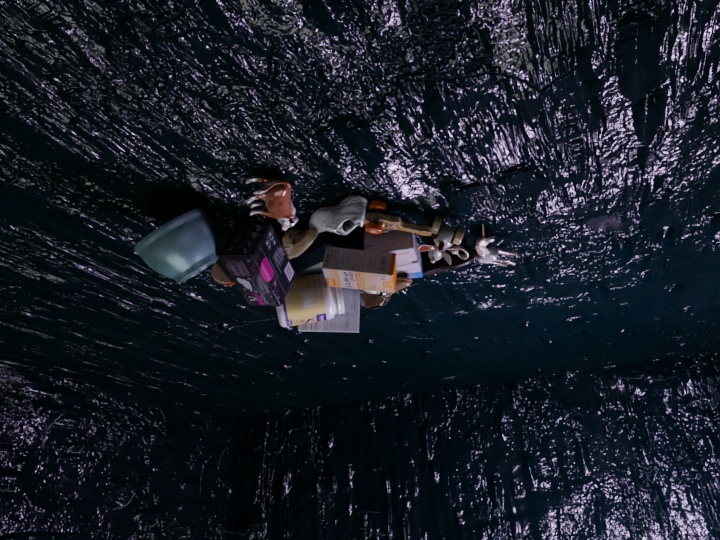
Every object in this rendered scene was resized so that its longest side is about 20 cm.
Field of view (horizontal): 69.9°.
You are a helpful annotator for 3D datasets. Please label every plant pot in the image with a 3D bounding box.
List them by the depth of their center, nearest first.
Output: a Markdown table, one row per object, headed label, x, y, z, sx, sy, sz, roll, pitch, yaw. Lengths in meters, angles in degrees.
| label | x | y | z | sx | sy | sz | roll | pitch | yaw |
| --- | --- | --- | --- | --- | --- | --- | --- | --- | --- |
| plant pot | -0.453 | -0.051 | 1.325 | 0.200 | 0.134 | 0.200 | -33 | -175 | 3 |

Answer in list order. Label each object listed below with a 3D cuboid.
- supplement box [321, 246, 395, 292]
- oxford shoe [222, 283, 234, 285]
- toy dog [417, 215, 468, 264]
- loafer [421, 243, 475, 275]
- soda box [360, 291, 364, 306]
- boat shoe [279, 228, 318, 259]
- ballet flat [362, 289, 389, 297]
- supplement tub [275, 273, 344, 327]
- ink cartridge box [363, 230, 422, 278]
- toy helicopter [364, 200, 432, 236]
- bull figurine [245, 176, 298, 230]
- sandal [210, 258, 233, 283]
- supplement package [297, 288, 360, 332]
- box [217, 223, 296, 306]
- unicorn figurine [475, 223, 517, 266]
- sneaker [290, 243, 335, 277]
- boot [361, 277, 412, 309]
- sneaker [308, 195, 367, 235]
| label | x | y | z | sx | sy | sz | roll | pitch | yaw |
| --- | --- | --- | --- | --- | --- | --- | --- | --- | --- |
| supplement box | 0.000 | 0.000 | 1.464 | 0.199 | 0.074 | 0.126 | 6 | 155 | 8 |
| oxford shoe | -0.350 | -0.002 | 1.642 | 0.199 | 0.071 | 0.073 | -12 | -179 | 13 |
| toy dog | 0.230 | -0.064 | 1.473 | 0.132 | 0.097 | 0.200 | 14 | 153 | 24 |
| loafer | 0.266 | -0.032 | 1.613 | 0.199 | 0.073 | 0.071 | -15 | 165 | 28 |
| soda box | 0.027 | 0.052 | 1.747 | 0.063 | 0.071 | 0.200 | -3 | 153 | 0 |
| boat shoe | -0.192 | -0.080 | 1.452 | 0.069 | 0.074 | 0.200 | 46 | 144 | -15 |
| ballet flat | 0.000 | 0.029 | 1.558 | 0.199 | 0.074 | 0.074 | 17 | 160 | 22 |
| supplement tub | -0.157 | 0.087 | 1.575 | 0.199 | 0.146 | 0.146 | -9 | 154 | -5 |
| ink cartridge box | 0.100 | -0.048 | 1.536 | 0.144 | 0.084 | 0.200 | -6 | 154 | 12 |
| toy helicopter | 0.096 | -0.120 | 1.398 | 0.199 | 0.079 | 0.132 | 11 | 169 | -9 |
| bull figurine | -0.219 | -0.169 | 1.291 | 0.121 | 0.065 | 0.200 | -2 | 153 | -7 |
| sandal | -0.369 | -0.018 | 1.466 | 0.069 | 0.212 | 0.078 | -13 | 110 | 33 |
| supplement package | -0.112 | 0.131 | 1.747 | 0.199 | 0.148 | 0.191 | 2 | 177 | -8 |
| box | -0.280 | -0.014 | 1.424 | 0.114 | 0.132 | 0.200 | 0 | 136 | 22 |
| unicorn figurine | 0.397 | -0.053 | 1.555 | 0.137 | 0.074 | 0.200 | 12 | 158 | -3 |
| sneaker | -0.143 | -0.019 | 1.592 | 0.199 | 0.077 | 0.081 | -16 | 152 | 29 |
| boot | 0.084 | 0.071 | 1.608 | 0.073 | 0.076 | 0.200 | 18 | 151 | -39 |
| sneaker | -0.067 | -0.131 | 1.365 | 0.200 | 0.081 | 0.070 | -19 | 150 | 39 |
